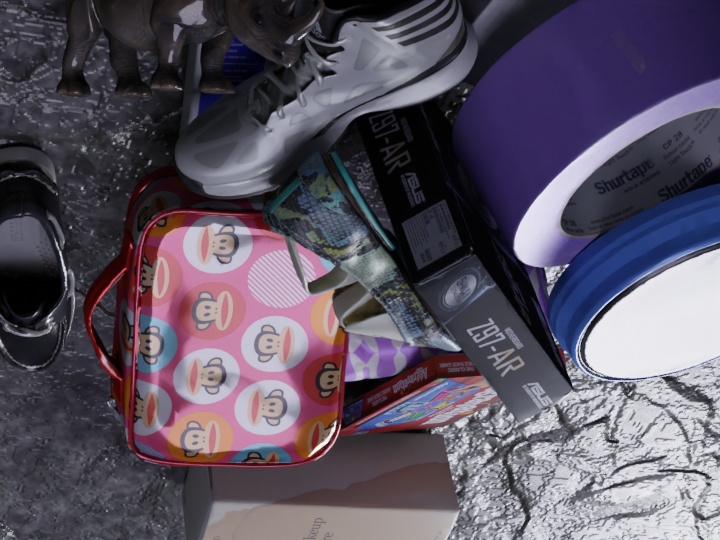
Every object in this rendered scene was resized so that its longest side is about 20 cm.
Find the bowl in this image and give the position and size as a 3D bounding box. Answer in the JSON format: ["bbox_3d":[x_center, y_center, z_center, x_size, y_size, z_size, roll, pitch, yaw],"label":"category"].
[{"bbox_3d":[0.224,0.012,1.385,0.199,0.040,0.201,-16,152,-9],"label":"bowl"}]

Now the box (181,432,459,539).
[{"bbox_3d":[-0.033,0.179,1.597,0.198,0.078,0.095,3,137,-16],"label":"box"}]

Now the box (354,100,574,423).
[{"bbox_3d":[0.061,-0.024,1.307,0.043,0.201,0.160,-28,135,11],"label":"box"}]

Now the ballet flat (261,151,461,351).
[{"bbox_3d":[0.000,0.000,1.267,0.074,0.075,0.200,-25,136,14],"label":"ballet flat"}]

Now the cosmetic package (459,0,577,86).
[{"bbox_3d":[0.127,-0.193,1.253,0.082,0.051,0.200,19,129,-31],"label":"cosmetic package"}]

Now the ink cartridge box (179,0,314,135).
[{"bbox_3d":[-0.059,-0.129,1.289,0.098,0.039,0.201,0,138,-13],"label":"ink cartridge box"}]

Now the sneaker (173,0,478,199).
[{"bbox_3d":[-0.035,-0.125,1.204,0.199,0.076,0.116,-28,148,3],"label":"sneaker"}]

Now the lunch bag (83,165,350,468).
[{"bbox_3d":[-0.094,0.033,1.338,0.174,0.082,0.202,1,118,-16],"label":"lunch bag"}]

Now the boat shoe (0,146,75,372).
[{"bbox_3d":[-0.226,0.008,1.381,0.073,0.061,0.201,-2,137,-12],"label":"boat shoe"}]

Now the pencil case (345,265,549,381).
[{"bbox_3d":[0.041,0.029,1.451,0.198,0.084,0.086,-11,110,-3],"label":"pencil case"}]

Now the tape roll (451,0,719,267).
[{"bbox_3d":[0.162,-0.094,1.288,0.199,0.085,0.200,-26,159,-10],"label":"tape roll"}]

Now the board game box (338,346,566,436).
[{"bbox_3d":[0.058,0.089,1.487,0.102,0.020,0.200,-4,166,-24],"label":"board game box"}]

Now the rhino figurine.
[{"bbox_3d":[-0.098,-0.147,1.180,0.199,0.088,0.060,1,-179,40],"label":"rhino figurine"}]
